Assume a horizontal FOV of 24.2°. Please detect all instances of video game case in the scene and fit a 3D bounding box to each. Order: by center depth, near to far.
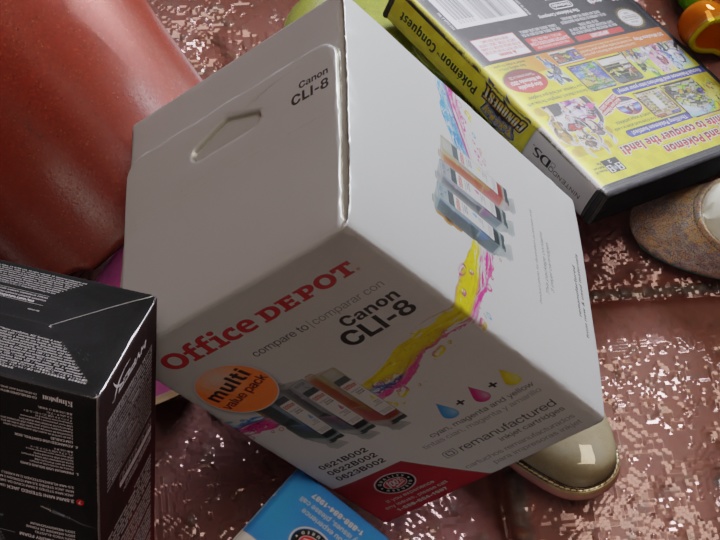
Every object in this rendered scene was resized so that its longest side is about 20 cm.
[{"bbox_3d":[0.136,-0.117,1.008,0.199,0.026,0.181,-19,59,-46],"label":"video game case"}]

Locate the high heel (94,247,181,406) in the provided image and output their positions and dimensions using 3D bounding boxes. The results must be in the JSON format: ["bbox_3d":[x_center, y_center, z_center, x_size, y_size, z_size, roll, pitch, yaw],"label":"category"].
[{"bbox_3d":[-0.179,0.049,0.892,0.198,0.067,0.097,-22,86,-22],"label":"high heel"}]

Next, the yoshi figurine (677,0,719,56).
[{"bbox_3d":[0.210,-0.247,1.096,0.111,0.112,0.202,-13,60,-6],"label":"yoshi figurine"}]

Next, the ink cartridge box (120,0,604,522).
[{"bbox_3d":[0.000,0.000,0.815,0.199,0.145,0.146,36,38,-37],"label":"ink cartridge box"}]

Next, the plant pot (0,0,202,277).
[{"bbox_3d":[-0.184,-0.101,0.903,0.196,0.200,0.201,49,63,-12],"label":"plant pot"}]

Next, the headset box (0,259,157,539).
[{"bbox_3d":[-0.172,0.095,0.760,0.147,0.202,0.078,12,38,10],"label":"headset box"}]

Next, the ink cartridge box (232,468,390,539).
[{"bbox_3d":[-0.040,0.223,0.811,0.145,0.085,0.200,37,64,15],"label":"ink cartridge box"}]

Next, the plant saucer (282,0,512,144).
[{"bbox_3d":[0.050,-0.118,0.999,0.198,0.031,0.201,18,38,-15],"label":"plant saucer"}]

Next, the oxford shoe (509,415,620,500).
[{"bbox_3d":[0.079,0.037,0.936,0.070,0.074,0.201,-29,67,-20],"label":"oxford shoe"}]

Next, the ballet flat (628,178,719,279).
[{"bbox_3d":[0.262,-0.025,0.996,0.198,0.067,0.069,11,59,1],"label":"ballet flat"}]
